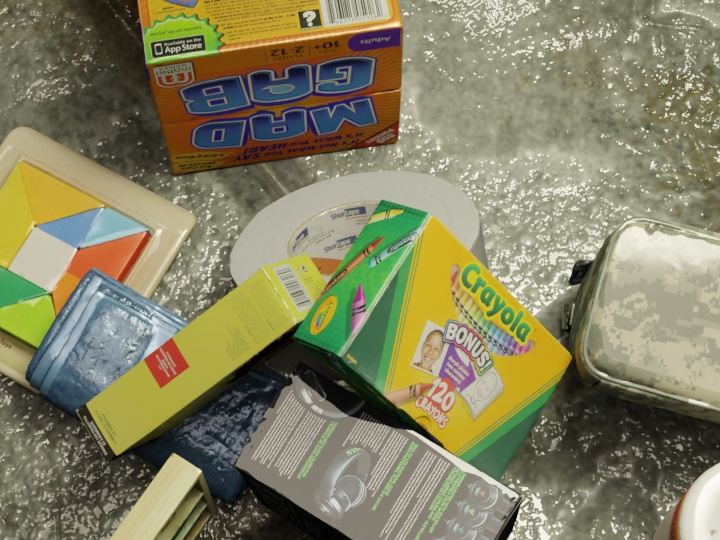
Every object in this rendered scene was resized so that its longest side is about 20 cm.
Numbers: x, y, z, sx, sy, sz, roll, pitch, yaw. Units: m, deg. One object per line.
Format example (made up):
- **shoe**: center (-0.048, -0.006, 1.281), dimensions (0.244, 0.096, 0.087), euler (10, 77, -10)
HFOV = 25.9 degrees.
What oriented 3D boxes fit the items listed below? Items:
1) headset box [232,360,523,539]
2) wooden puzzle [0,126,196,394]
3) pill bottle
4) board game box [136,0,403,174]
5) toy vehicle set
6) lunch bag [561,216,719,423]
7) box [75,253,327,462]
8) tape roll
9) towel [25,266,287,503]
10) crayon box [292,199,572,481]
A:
- **headset box**: center (0.022, 0.172, 1.159), dimensions (0.200, 0.174, 0.093), euler (30, 77, 12)
- **wooden puzzle**: center (-0.262, -0.008, 1.306), dimensions (0.185, 0.037, 0.200), euler (27, 71, 11)
- **pill bottle**: center (0.266, 0.209, 1.131), dimensions (0.109, 0.200, 0.110), euler (0, 68, 0)
- **board game box**: center (-0.080, -0.223, 1.301), dimensions (0.199, 0.200, 0.200), euler (-9, 69, -3)
- **toy vehicle set**: center (-0.180, 0.238, 1.163), dimensions (0.026, 0.124, 0.200), euler (32, 72, 12)
- **lunch bag**: center (0.258, 0.048, 1.213), dimensions (0.199, 0.168, 0.140), euler (14, 80, 4)
- **box**: center (-0.112, 0.064, 1.140), dimensions (0.200, 0.075, 0.050), euler (-36, 83, 27)
- **tape roll**: center (0.000, 0.000, 1.231), dimensions (0.200, 0.066, 0.200), euler (-9, 32, 5)
- **towel**: center (-0.157, 0.093, 1.243), dimensions (0.200, 0.049, 0.112), euler (30, 77, 2)
- **crayon box**: center (0.056, 0.055, 1.119), dimensions (0.058, 0.200, 0.119), euler (19, 72, 49)
